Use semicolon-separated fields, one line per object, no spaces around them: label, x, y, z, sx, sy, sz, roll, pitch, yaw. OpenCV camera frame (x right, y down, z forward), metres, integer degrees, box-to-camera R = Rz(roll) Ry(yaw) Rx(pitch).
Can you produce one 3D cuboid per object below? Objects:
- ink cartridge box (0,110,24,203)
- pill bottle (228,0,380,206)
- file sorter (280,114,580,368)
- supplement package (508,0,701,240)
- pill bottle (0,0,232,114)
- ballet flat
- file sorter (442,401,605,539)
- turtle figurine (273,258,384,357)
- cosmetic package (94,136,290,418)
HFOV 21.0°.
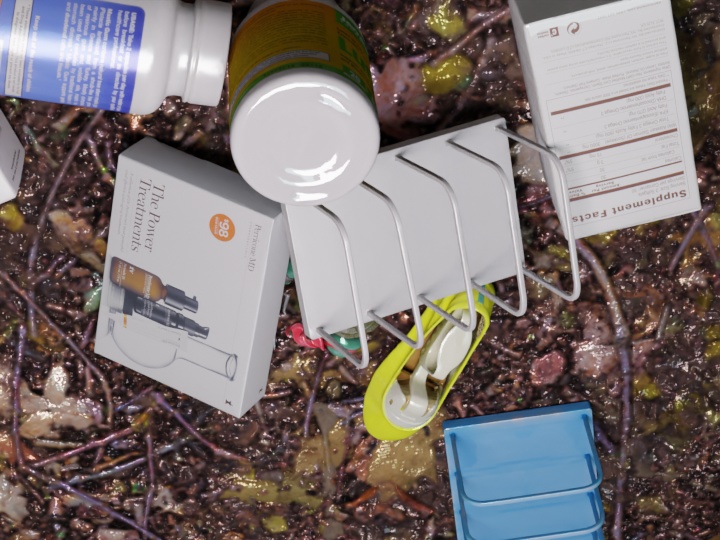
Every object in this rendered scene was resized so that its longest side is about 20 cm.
ink cartridge box;-0.381;-0.129;1.546;0.145;0.084;0.200;-22;120;9
pill bottle;-0.046;-0.144;1.493;0.111;0.200;0.111;-2;122;-3
file sorter;0.056;-0.021;1.541;0.200;0.125;0.139;-17;112;-17
supplement package;0.194;-0.146;1.559;0.117;0.117;0.200;-14;123;2
pill bottle;-0.204;-0.182;1.511;0.199;0.112;0.112;8;121;-9
ballet flat;0.059;0.088;1.725;0.067;0.067;0.200;22;118;-18
file sorter;0.159;0.245;1.798;0.138;0.123;0.200;-8;123;1
turtle figurine;0.000;0.000;1.652;0.149;0.101;0.200;11;113;-17
cosmetic package;-0.140;0.007;1.630;0.150;0.052;0.200;21;122;17
